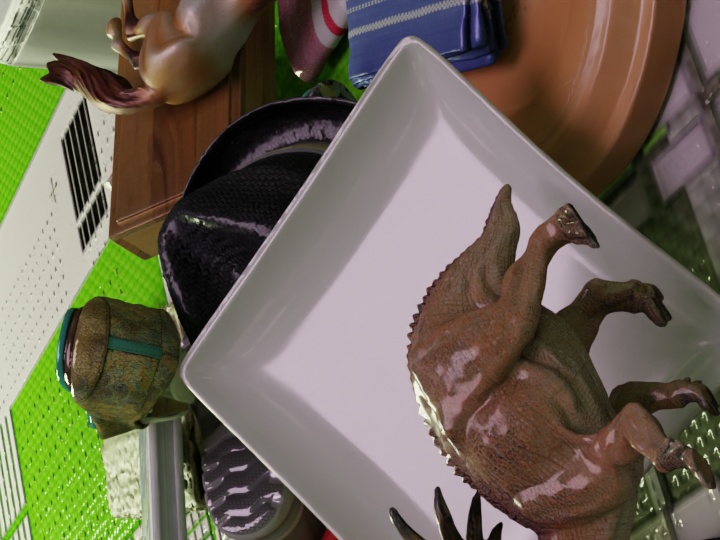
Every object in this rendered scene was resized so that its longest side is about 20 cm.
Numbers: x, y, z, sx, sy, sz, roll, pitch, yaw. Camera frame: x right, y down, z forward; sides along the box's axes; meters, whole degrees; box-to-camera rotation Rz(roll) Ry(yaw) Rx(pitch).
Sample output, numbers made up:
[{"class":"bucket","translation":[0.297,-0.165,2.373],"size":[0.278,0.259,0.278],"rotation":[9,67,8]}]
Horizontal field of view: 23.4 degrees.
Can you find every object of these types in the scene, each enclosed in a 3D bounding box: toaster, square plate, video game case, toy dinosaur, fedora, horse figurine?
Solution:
[{"class":"toaster","translation":[-0.190,-0.208,1.198],"size":[0.200,0.129,0.114],"rotation":[-47,51,54]},{"class":"square plate","translation":[0.040,0.036,0.752],"size":[0.200,0.028,0.198],"rotation":[43,111,19]},{"class":"video game case","translation":[-0.118,0.157,1.039],"size":[0.200,0.023,0.183],"rotation":[107,159,-67]},{"class":"toy dinosaur","translation":[0.058,0.060,0.663],"size":[0.135,0.086,0.201],"rotation":[-32,66,19]},{"class":"fedora","translation":[-0.030,0.009,0.854],"size":[0.200,0.092,0.201],"rotation":[4,97,29]},{"class":"horse figurine","translation":[-0.092,-0.155,0.989],"size":[0.200,0.050,0.133],"rotation":[-46,47,11]}]

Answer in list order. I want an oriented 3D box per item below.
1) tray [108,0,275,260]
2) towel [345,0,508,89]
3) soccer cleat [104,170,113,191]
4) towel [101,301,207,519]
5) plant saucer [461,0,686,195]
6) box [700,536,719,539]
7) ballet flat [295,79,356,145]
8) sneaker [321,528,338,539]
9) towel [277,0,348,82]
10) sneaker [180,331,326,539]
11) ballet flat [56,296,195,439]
[{"class":"tray","translation":[-0.099,-0.114,1.033],"size":[0.098,0.037,0.201],"rotation":[-21,56,30]},{"class":"towel","translation":[0.028,-0.191,0.833],"size":[0.145,0.024,0.201],"rotation":[179,91,-65]},{"class":"soccer cleat","translation":[-0.081,-0.054,1.074],"size":[0.200,0.076,0.067],"rotation":[11,140,49]},{"class":"towel","translation":[-0.140,0.101,1.220],"size":[0.200,0.036,0.149],"rotation":[-25,71,59]},{"class":"plant saucer","translation":[0.076,-0.128,0.793],"size":[0.200,0.032,0.201],"rotation":[3,94,63]},{"class":"box","translation":[0.125,0.214,0.706],"size":[0.160,0.044,0.201],"rotation":[-30,65,60]},{"class":"ballet flat","translation":[0.000,0.000,0.928],"size":[0.074,0.074,0.201],"rotation":[18,109,61]},{"class":"sneaker","translation":[-0.037,0.208,0.939],"size":[0.078,0.115,0.201],"rotation":[40,127,54]},{"class":"towel","translation":[-0.014,-0.217,0.957],"size":[0.200,0.023,0.145],"rotation":[127,134,-55]},{"class":"sneaker","translation":[-0.057,0.085,1.016],"size":[0.074,0.082,0.201],"rotation":[-19,48,19]},{"class":"ballet flat","translation":[-0.114,0.053,0.893],"size":[0.200,0.070,0.071],"rotation":[114,150,-81]}]
